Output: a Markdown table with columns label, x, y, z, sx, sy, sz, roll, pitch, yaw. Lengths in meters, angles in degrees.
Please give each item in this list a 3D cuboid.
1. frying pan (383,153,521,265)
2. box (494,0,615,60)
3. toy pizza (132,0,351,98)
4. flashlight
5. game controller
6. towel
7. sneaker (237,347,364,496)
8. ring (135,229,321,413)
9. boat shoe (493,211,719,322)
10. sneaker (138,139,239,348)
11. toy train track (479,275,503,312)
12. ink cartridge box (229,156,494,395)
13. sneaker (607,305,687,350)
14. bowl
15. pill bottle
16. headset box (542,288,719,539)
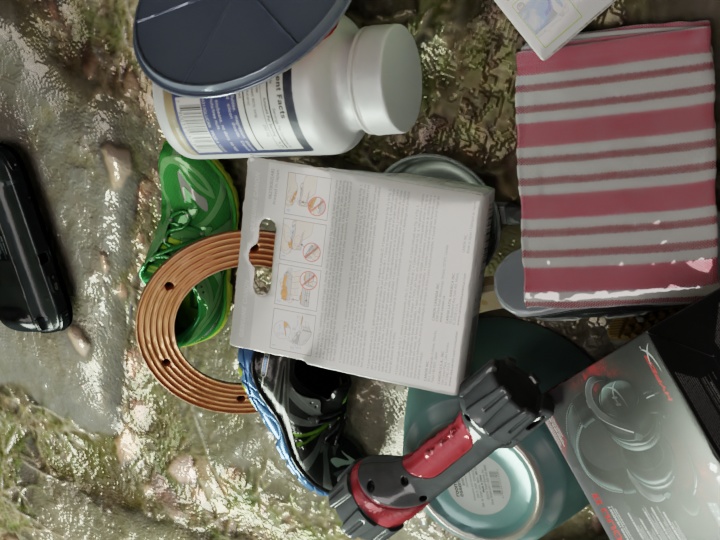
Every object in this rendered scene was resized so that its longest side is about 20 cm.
| label | x | y | z | sx | sy | sz | roll | pitch | yaw |
| --- | --- | --- | --- | --- | --- | --- | --- | --- | --- |
| frying pan | 0.091 | -0.058 | 0.941 | 0.189 | 0.031 | 0.116 | -26 | 103 | 31 |
| box | 0.101 | -0.254 | 0.784 | 0.101 | 0.113 | 0.201 | -39 | 92 | 16 |
| toy pizza | -0.084 | -0.209 | 0.886 | 0.198 | 0.203 | 0.032 | -1 | 151 | 26 |
| flashlight | 0.056 | 0.139 | 0.907 | 0.200 | 0.067 | 0.068 | -47 | 59 | 33 |
| game controller | -0.355 | -0.029 | 1.177 | 0.103 | 0.042 | 0.203 | 3 | 115 | 41 |
| towel | 0.187 | -0.074 | 0.846 | 0.144 | 0.030 | 0.203 | -2 | 88 | 26 |
| sneaker | -0.038 | 0.130 | 1.051 | 0.082 | 0.071 | 0.201 | -19 | 122 | 17 |
| ring | -0.102 | 0.047 | 1.043 | 0.197 | 0.019 | 0.203 | -5 | 124 | -8 |
| boat shoe | 0.203 | 0.005 | 0.883 | 0.197 | 0.068 | 0.075 | -16 | 71 | 21 |
| sneaker | -0.155 | -0.019 | 1.050 | 0.073 | 0.084 | 0.203 | 10 | 116 | 22 |
| toy train track | 0.040 | 0.029 | 0.994 | 0.198 | 0.033 | 0.115 | -13 | 135 | 33 |
| ink cartridge box | 0.000 | 0.000 | 0.936 | 0.197 | 0.050 | 0.163 | 11 | 101 | 18 |
| sneaker | 0.292 | 0.060 | 0.881 | 0.198 | 0.075 | 0.091 | -9 | 118 | 35 |
| bowl | 0.115 | 0.152 | 0.986 | 0.198 | 0.105 | 0.204 | 10 | 116 | 21 |
| pill bottle | -0.056 | -0.147 | 0.925 | 0.197 | 0.111 | 0.113 | 1 | 114 | 25 |
| headset box | 0.217 | 0.122 | 0.828 | 0.150 | 0.077 | 0.200 | 62 | 155 | 10 |
